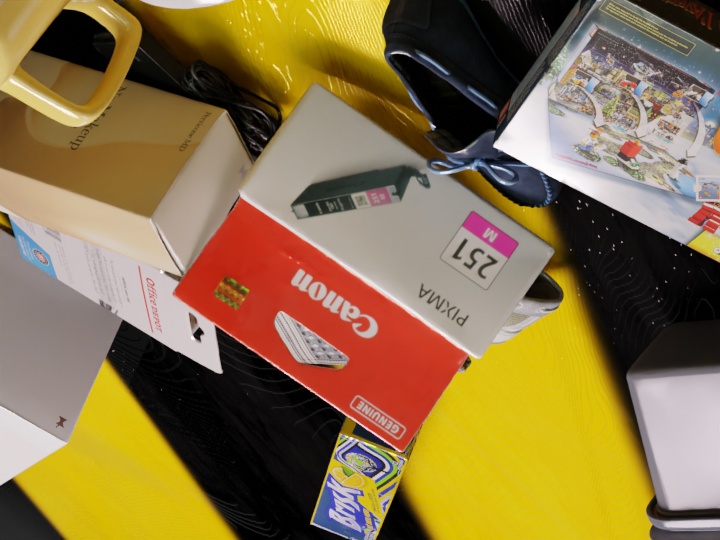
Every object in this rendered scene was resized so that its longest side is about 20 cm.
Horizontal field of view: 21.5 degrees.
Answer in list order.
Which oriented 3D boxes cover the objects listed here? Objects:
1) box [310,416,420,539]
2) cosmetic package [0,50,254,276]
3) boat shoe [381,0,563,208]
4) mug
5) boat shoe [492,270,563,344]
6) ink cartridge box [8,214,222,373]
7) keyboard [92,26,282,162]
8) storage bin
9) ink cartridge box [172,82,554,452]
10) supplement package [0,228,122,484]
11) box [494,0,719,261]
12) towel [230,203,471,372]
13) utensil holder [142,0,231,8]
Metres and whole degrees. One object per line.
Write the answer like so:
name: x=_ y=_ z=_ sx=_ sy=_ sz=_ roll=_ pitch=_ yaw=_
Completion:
box: x=0.007 y=0.170 z=1.671 sx=0.064 sy=0.070 sz=0.200 roll=21 pitch=149 yaw=4
cosmetic package: x=-0.186 y=-0.080 z=1.333 sx=0.200 sy=0.105 sz=0.071 roll=17 pitch=153 yaw=28
boat shoe: x=0.064 y=-0.099 z=1.225 sx=0.084 sy=0.069 sz=0.200 roll=-9 pitch=138 yaw=40
mug: x=-0.236 y=-0.182 z=1.195 sx=0.187 sy=0.153 sz=0.149 roll=20 pitch=148 yaw=2
boat shoe: x=0.057 y=-0.020 z=1.353 sx=0.202 sy=0.074 sz=0.065 roll=38 pitch=134 yaw=-25
ink cartridge box: x=-0.171 y=-0.017 z=1.444 sx=0.200 sy=0.068 sz=0.116 roll=30 pitch=153 yaw=19
keyboard: x=-0.093 y=-0.111 z=1.346 sx=0.200 sy=0.040 sz=0.104 roll=42 pitch=162 yaw=-29
storage bin: x=0.295 y=0.102 z=1.355 sx=0.200 sy=0.146 sz=0.134 roll=-6 pitch=112 yaw=38
ink cartridge box: x=0.000 y=0.000 z=1.279 sx=0.200 sy=0.174 sz=0.044 roll=35 pitch=178 yaw=-4
supplement package: x=-0.345 y=0.071 z=1.652 sx=0.191 sy=0.147 sz=0.200 roll=33 pitch=147 yaw=-19
box: x=0.201 y=-0.087 z=1.147 sx=0.200 sy=0.038 sz=0.137 roll=26 pitch=131 yaw=-10
towel: x=-0.026 y=0.019 z=1.494 sx=0.192 sy=0.035 sz=0.200 roll=4 pitch=144 yaw=26
utensil holder: x=-0.106 y=-0.261 z=0.988 sx=0.170 sy=0.170 sz=0.200 roll=3 pitch=147 yaw=28
